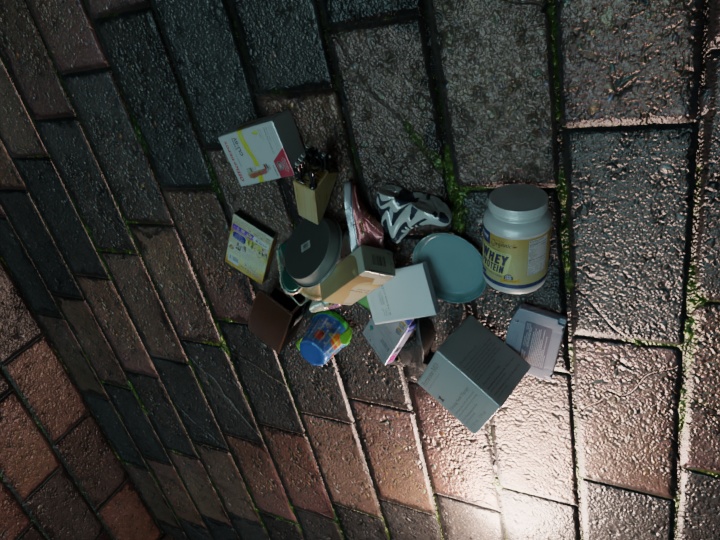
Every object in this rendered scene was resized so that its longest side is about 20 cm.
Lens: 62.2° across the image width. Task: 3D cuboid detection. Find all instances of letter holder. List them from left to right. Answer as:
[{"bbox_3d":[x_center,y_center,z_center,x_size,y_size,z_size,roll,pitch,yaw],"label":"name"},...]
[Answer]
[{"bbox_3d":[-0.259,0.132,1.854,0.141,0.101,0.201,34,134,10],"label":"letter holder"}]

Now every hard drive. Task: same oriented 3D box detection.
[{"bbox_3d":[0.101,0.061,1.542,0.198,0.027,0.134,-13,95,39],"label":"hard drive"}]

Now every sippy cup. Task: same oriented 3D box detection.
[{"bbox_3d":[-0.114,0.211,1.793,0.139,0.131,0.179,35,135,6],"label":"sippy cup"}]

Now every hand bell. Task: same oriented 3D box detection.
[{"bbox_3d":[-0.100,-0.027,1.659,0.103,0.104,0.202,33,121,7],"label":"hand bell"}]

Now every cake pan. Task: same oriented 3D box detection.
[{"bbox_3d":[-0.131,-0.056,1.575,0.198,0.204,0.036,-14,153,39],"label":"cake pan"}]

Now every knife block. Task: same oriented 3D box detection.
[{"bbox_3d":[-0.125,-0.203,1.451,0.063,0.175,0.203,27,112,13],"label":"knife block"}]

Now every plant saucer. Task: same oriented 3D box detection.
[{"bbox_3d":[0.223,-0.010,1.481,0.197,0.027,0.203,18,130,21],"label":"plant saucer"}]

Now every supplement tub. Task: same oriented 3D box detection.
[{"bbox_3d":[0.334,-0.068,1.282,0.142,0.145,0.203,12,128,26],"label":"supplement tub"}]

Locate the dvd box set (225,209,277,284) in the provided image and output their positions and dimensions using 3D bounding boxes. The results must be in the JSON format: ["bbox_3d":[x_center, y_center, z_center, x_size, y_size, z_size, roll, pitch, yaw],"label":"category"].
[{"bbox_3d":[-0.332,-0.068,1.801,0.145,0.029,0.202,31,133,10],"label":"dvd box set"}]

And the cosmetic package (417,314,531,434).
[{"bbox_3d":[0.285,0.263,1.514,0.199,0.166,0.168,40,142,16],"label":"cosmetic package"}]

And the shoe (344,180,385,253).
[{"bbox_3d":[0.013,-0.129,1.508,0.089,0.072,0.204,-6,105,6],"label":"shoe"}]

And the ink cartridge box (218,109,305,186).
[{"bbox_3d":[-0.247,-0.309,1.531,0.197,0.084,0.147,-5,119,36],"label":"ink cartridge box"}]

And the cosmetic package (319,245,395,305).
[{"bbox_3d":[-0.011,0.016,1.525,0.199,0.104,0.072,-37,54,46],"label":"cosmetic package"}]

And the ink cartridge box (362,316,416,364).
[{"bbox_3d":[0.084,0.151,1.642,0.120,0.041,0.202,53,137,29],"label":"ink cartridge box"}]

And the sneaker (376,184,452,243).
[{"bbox_3d":[0.125,-0.115,1.432,0.196,0.080,0.131,18,132,21],"label":"sneaker"}]

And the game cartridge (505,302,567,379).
[{"bbox_3d":[0.427,0.174,1.476,0.131,0.041,0.203,15,129,19],"label":"game cartridge"}]

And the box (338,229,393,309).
[{"bbox_3d":[0.000,0.000,1.631,0.143,0.036,0.202,29,132,12],"label":"box"}]

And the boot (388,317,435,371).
[{"bbox_3d":[0.124,0.204,1.680,0.172,0.069,0.203,10,120,37],"label":"boot"}]

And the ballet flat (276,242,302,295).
[{"bbox_3d":[-0.197,0.006,1.675,0.074,0.202,0.065,-1,136,-12],"label":"ballet flat"}]

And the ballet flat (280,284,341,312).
[{"bbox_3d":[-0.151,0.079,1.758,0.198,0.072,0.069,27,162,15],"label":"ballet flat"}]
